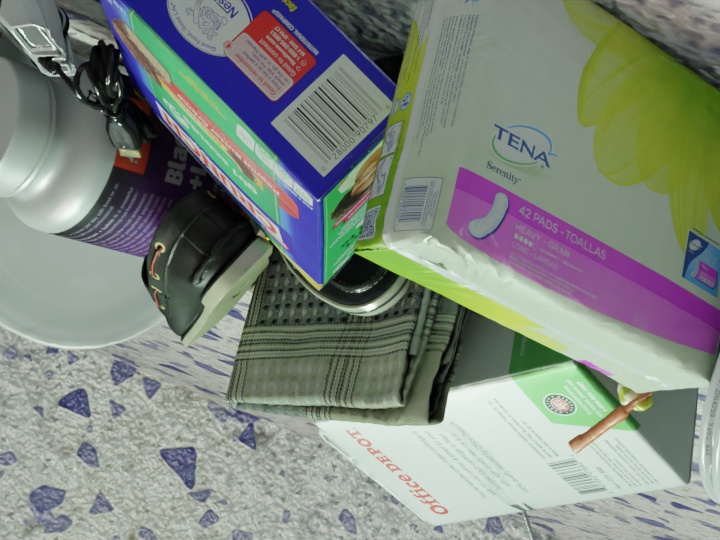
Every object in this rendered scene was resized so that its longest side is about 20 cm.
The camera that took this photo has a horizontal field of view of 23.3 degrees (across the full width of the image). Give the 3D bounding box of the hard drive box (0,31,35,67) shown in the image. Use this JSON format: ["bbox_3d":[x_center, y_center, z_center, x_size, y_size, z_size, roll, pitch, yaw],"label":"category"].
[{"bbox_3d":[-0.324,-0.132,1.169,0.198,0.157,0.077,17,169,16],"label":"hard drive box"}]

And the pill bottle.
[{"bbox_3d":[-0.162,-0.071,1.128,0.199,0.113,0.111,15,175,-43],"label":"pill bottle"}]

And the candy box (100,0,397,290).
[{"bbox_3d":[-0.055,-0.093,0.941,0.169,0.077,0.200,45,172,9],"label":"candy box"}]

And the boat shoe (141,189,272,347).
[{"bbox_3d":[-0.099,-0.001,1.094,0.063,0.074,0.201,42,166,2],"label":"boat shoe"}]

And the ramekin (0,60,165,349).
[{"bbox_3d":[-0.204,-0.050,1.265,0.201,0.204,0.094,23,-179,-15],"label":"ramekin"}]

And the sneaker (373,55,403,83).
[{"bbox_3d":[0.084,-0.064,1.004,0.198,0.067,0.091,17,164,8],"label":"sneaker"}]

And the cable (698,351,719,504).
[{"bbox_3d":[0.244,0.042,0.899,0.069,0.202,0.199,19,-168,27],"label":"cable"}]

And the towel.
[{"bbox_3d":[0.000,0.000,1.096,0.199,0.194,0.034,-1,156,46],"label":"towel"}]

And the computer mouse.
[{"bbox_3d":[-0.189,-0.151,1.019,0.200,0.044,0.110,45,174,21],"label":"computer mouse"}]

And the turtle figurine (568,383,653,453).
[{"bbox_3d":[0.189,0.013,0.996,0.064,0.201,0.161,36,-162,32],"label":"turtle figurine"}]

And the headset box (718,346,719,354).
[{"bbox_3d":[0.153,-0.003,1.144,0.198,0.076,0.149,22,168,-11],"label":"headset box"}]

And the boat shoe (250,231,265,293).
[{"bbox_3d":[-0.065,-0.008,1.493,0.198,0.075,0.076,23,168,-15],"label":"boat shoe"}]

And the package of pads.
[{"bbox_3d":[0.102,-0.047,0.841,0.199,0.156,0.068,26,159,-34],"label":"package of pads"}]

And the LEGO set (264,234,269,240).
[{"bbox_3d":[-0.011,0.016,1.243,0.153,0.116,0.200,21,-157,-50],"label":"LEGO set"}]

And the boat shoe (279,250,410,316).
[{"bbox_3d":[-0.036,-0.052,1.072,0.201,0.074,0.062,57,-173,31],"label":"boat shoe"}]

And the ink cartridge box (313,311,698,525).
[{"bbox_3d":[0.092,0.082,1.104,0.199,0.085,0.146,-15,137,35],"label":"ink cartridge box"}]

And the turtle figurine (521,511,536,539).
[{"bbox_3d":[0.154,0.087,1.403,0.143,0.202,0.194,-20,150,14],"label":"turtle figurine"}]
